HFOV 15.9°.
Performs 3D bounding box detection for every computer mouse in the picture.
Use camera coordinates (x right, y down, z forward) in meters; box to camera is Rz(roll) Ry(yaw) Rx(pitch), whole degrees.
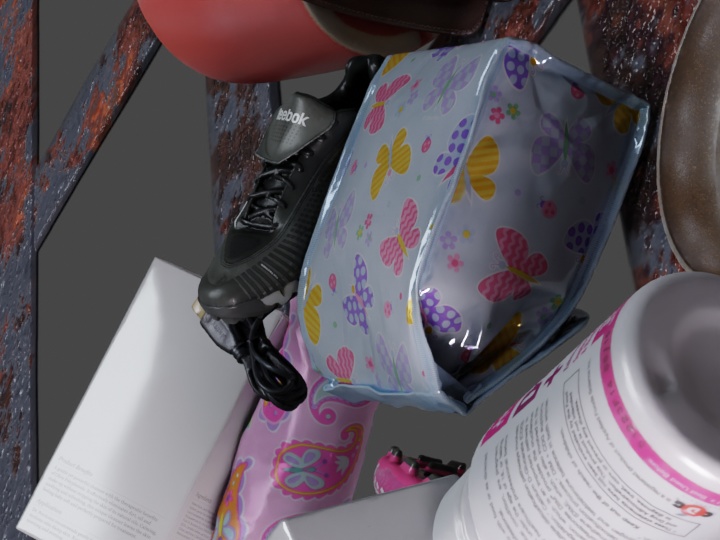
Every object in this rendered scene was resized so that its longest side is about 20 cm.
[{"bbox_3d":[0.000,0.000,1.547,0.110,0.200,0.044,42,160,44],"label":"computer mouse"}]

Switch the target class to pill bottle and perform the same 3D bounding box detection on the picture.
[{"bbox_3d":[0.121,0.095,1.223,0.200,0.113,0.114,-48,35,48],"label":"pill bottle"}]

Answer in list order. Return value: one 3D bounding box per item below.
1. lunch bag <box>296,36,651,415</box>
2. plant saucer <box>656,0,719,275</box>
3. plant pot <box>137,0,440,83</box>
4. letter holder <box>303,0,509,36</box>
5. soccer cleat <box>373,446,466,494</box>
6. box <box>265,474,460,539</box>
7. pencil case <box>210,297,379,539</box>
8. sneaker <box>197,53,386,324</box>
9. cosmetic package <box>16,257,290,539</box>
[{"bbox_3d":[0.055,-0.016,1.433,0.170,0.127,0.200,-2,64,66],"label":"lunch bag"},{"bbox_3d":[0.208,-0.084,1.239,0.200,0.032,0.201,-46,36,48],"label":"plant saucer"},{"bbox_3d":[-0.028,-0.214,1.682,0.177,0.200,0.201,15,90,57],"label":"plant pot"},{"bbox_3d":[0.018,-0.217,1.537,0.101,0.200,0.142,36,109,65],"label":"letter holder"},{"bbox_3d":[0.050,0.156,1.407,0.200,0.070,0.087,29,103,66],"label":"soccer cleat"},{"bbox_3d":[0.000,0.223,1.343,0.153,0.106,0.200,67,151,20],"label":"box"},{"bbox_3d":[-0.029,0.099,1.613,0.087,0.087,0.200,32,106,66],"label":"pencil case"},{"bbox_3d":[-0.036,-0.056,1.513,0.066,0.091,0.200,14,50,44],"label":"sneaker"},{"bbox_3d":[-0.121,0.107,1.662,0.107,0.085,0.200,25,82,27],"label":"cosmetic package"}]
